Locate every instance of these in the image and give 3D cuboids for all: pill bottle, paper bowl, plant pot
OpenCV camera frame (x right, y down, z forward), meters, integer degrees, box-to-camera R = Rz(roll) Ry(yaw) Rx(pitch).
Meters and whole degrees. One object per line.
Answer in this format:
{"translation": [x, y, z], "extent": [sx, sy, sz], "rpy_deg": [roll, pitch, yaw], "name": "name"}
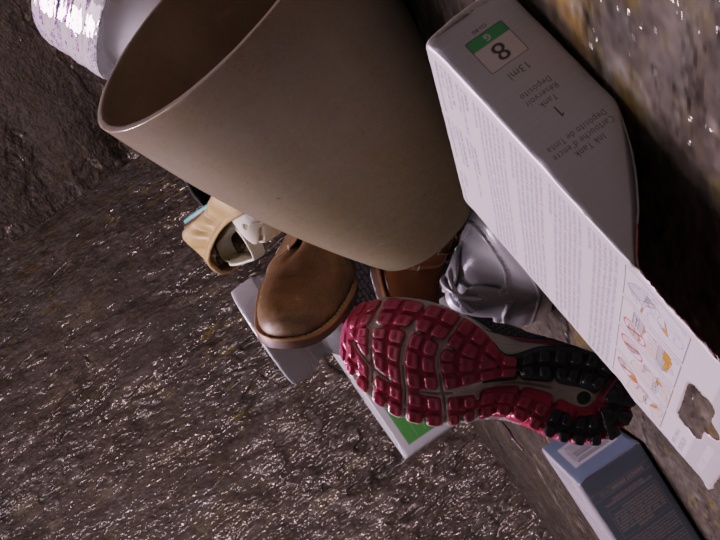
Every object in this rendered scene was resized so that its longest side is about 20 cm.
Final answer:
{"translation": [0.000, 0.000, 0.890], "extent": [0.116, 0.200, 0.116], "rpy_deg": [56, 177, 5], "name": "pill bottle"}
{"translation": [-0.155, -0.239, 0.838], "extent": [0.104, 0.201, 0.201], "rpy_deg": [33, 176, 4], "name": "paper bowl"}
{"translation": [-0.021, -0.095, 0.652], "extent": [0.200, 0.187, 0.187], "rpy_deg": [41, -175, -30], "name": "plant pot"}

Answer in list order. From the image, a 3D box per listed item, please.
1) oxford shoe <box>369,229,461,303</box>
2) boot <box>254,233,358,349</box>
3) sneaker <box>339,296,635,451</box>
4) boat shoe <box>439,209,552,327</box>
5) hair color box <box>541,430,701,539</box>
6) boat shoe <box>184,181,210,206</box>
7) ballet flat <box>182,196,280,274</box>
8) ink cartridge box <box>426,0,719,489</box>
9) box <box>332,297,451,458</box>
{"translation": [0.045, -0.019, 0.784], "extent": [0.071, 0.071, 0.200], "rpy_deg": [-61, -38, -63], "name": "oxford shoe"}
{"translation": [-0.034, -0.026, 0.760], "extent": [0.200, 0.073, 0.076], "rpy_deg": [-70, -22, -49], "name": "boot"}
{"translation": [0.082, 0.072, 0.728], "extent": [0.200, 0.081, 0.075], "rpy_deg": [17, -177, -1], "name": "sneaker"}
{"translation": [0.090, 0.005, 0.744], "extent": [0.072, 0.068, 0.200], "rpy_deg": [55, 178, 15], "name": "boat shoe"}
{"translation": [0.236, 0.222, 0.871], "extent": [0.200, 0.061, 0.099], "rpy_deg": [57, 178, -10], "name": "hair color box"}
{"translation": [-0.124, -0.112, 0.834], "extent": [0.200, 0.068, 0.057], "rpy_deg": [74, -155, -64], "name": "boat shoe"}
{"translation": [-0.083, -0.044, 0.808], "extent": [0.063, 0.069, 0.200], "rpy_deg": [61, 156, 2], "name": "ballet flat"}
{"translation": [0.112, -0.008, 0.475], "extent": [0.200, 0.050, 0.161], "rpy_deg": [50, 175, 23], "name": "ink cartridge box"}
{"translation": [0.071, 0.123, 1.463], "extent": [0.199, 0.171, 0.200], "rpy_deg": [56, 177, 2], "name": "box"}
